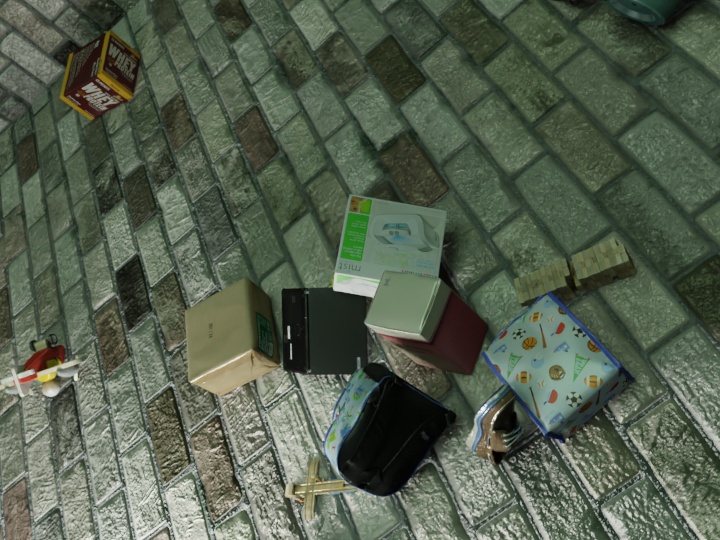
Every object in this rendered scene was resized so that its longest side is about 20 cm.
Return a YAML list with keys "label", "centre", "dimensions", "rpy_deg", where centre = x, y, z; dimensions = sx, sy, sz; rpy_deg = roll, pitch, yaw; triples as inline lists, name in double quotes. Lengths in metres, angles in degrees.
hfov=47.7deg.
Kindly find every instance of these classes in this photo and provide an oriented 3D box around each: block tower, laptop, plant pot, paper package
- label: "block tower"
  centre: [0.375, 0.011, 1.433]
  dimensions: [0.199, 0.058, 0.054]
  rpy_deg: [-23, 53, 22]
- label: "laptop"
  centre: [-0.079, 0.123, 1.685]
  dimensions: [0.200, 0.103, 0.178]
  rpy_deg: [-5, 86, 61]
- label: "plant pot"
  centre: [0.564, -0.582, 1.558]
  dimensions: [0.200, 0.200, 0.188]
  rpy_deg: [33, 102, 43]
- label: "paper package"
  centre: [-0.288, 0.148, 1.811]
  dimensions: [0.190, 0.103, 0.201]
  rpy_deg: [-28, 50, 21]

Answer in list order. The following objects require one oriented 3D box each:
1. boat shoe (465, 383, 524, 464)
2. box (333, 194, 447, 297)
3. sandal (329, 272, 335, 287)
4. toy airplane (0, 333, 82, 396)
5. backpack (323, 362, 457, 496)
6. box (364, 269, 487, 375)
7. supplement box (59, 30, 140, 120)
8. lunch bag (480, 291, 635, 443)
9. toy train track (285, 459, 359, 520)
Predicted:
- label: "boat shoe"
  centre: [0.229, 0.253, 1.326]
  dimensions: [0.072, 0.200, 0.072]
  rpy_deg: [-38, 65, -24]
- label: "box"
  centre: [0.057, -0.037, 1.607]
  dimensions: [0.199, 0.097, 0.177]
  rpy_deg: [11, 66, 1]
- label: "sandal"
  centre: [0.000, 0.000, 1.706]
  dimensions: [0.087, 0.079, 0.201]
  rpy_deg: [25, 89, 16]
- label: "toy airplane"
  centre: [-0.832, 0.272, 2.117]
  dimensions: [0.199, 0.142, 0.200]
  rpy_deg: [-35, 24, -29]
- label: "backpack"
  centre: [0.034, 0.285, 1.446]
  dimensions: [0.200, 0.183, 0.147]
  rpy_deg: [-58, 24, -5]
- label: "box"
  centre: [0.122, 0.096, 1.470]
  dimensions: [0.128, 0.200, 0.109]
  rpy_deg: [8, 69, 40]
- label: "supplement box"
  centre: [-0.849, -0.636, 2.663]
  dimensions: [0.199, 0.133, 0.198]
  rpy_deg: [-19, 55, 27]
- label: "lunch bag"
  centre: [0.318, 0.154, 1.346]
  dimensions: [0.170, 0.124, 0.200]
  rpy_deg: [-44, 56, 6]
- label: "toy train track"
  centre: [-0.065, 0.407, 1.542]
  dimensions: [0.199, 0.033, 0.115]
  rpy_deg: [-14, 57, 29]
